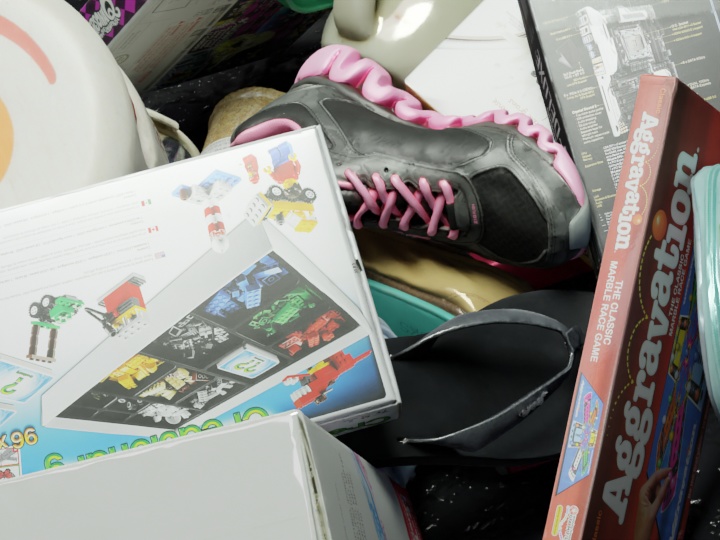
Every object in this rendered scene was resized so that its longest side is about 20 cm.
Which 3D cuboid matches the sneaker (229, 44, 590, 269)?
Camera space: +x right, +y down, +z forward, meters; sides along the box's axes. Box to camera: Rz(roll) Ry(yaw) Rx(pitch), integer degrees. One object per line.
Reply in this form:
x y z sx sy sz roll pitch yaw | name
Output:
0.017 -0.040 0.922 0.200 0.079 0.095 24 42 39 | sneaker

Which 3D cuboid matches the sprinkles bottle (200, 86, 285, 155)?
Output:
-0.071 -0.020 1.087 0.068 0.068 0.200 -9 39 18 | sprinkles bottle

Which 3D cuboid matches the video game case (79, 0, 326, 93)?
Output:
-0.079 -0.165 1.149 0.181 0.036 0.200 -19 -9 -34 | video game case

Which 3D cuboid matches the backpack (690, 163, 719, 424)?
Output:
0.212 0.009 0.775 0.150 0.200 0.178 -7 52 16 | backpack

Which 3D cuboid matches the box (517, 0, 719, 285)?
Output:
0.188 -0.089 0.910 0.200 0.050 0.158 -16 76 2 | box

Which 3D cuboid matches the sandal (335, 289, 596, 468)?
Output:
0.043 0.051 0.850 0.200 0.043 0.076 -11 72 -25 | sandal

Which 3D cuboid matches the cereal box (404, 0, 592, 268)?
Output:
0.140 -0.112 0.969 0.144 0.040 0.200 42 81 15 | cereal box

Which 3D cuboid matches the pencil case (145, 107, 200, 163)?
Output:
-0.143 -0.049 1.085 0.078 0.090 0.200 10 -1 -19 | pencil case

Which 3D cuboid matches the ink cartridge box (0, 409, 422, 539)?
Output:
-0.058 0.128 0.785 0.147 0.200 0.086 -14 71 8 | ink cartridge box

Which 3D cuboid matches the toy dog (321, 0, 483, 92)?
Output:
0.071 -0.150 1.081 0.200 0.194 0.139 -48 31 -20 | toy dog

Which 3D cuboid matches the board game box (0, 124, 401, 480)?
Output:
-0.095 0.026 0.804 0.200 0.035 0.126 -15 75 -4 | board game box

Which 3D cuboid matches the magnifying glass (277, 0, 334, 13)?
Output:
-0.002 -0.165 1.067 0.022 0.200 0.080 32 93 19 | magnifying glass

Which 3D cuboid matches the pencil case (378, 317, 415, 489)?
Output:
-0.068 0.073 0.935 0.200 0.091 0.083 -8 42 30 | pencil case

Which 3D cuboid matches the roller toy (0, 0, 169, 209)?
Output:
-0.181 -0.038 0.919 0.200 0.140 0.183 17 76 12 | roller toy

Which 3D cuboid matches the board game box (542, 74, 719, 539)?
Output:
0.125 0.028 0.817 0.019 0.103 0.200 8 82 34 | board game box

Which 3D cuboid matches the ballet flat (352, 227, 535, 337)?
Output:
0.000 0.000 0.972 0.200 0.069 0.063 25 46 29 | ballet flat

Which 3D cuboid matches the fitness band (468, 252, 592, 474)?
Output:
0.101 0.030 0.967 0.200 0.037 0.144 -19 34 3 | fitness band
